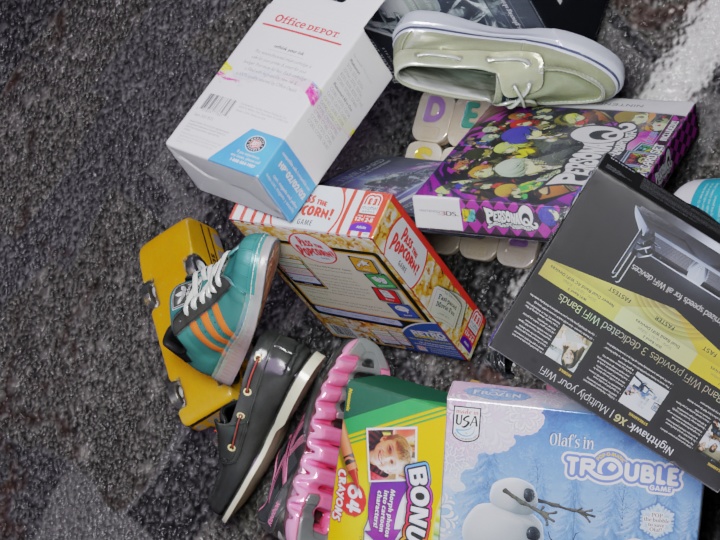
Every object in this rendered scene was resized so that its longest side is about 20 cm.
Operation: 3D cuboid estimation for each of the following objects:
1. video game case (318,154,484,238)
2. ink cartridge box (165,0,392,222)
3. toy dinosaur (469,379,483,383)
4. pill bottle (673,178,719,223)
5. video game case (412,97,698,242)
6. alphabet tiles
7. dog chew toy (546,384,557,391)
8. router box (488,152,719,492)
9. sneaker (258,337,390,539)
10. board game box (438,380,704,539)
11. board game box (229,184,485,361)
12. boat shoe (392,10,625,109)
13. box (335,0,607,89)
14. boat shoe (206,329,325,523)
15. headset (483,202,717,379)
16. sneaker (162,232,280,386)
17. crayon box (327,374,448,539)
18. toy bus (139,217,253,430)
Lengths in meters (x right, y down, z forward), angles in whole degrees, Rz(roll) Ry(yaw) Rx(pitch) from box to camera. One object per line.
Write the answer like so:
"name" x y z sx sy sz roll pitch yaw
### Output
"video game case" 0.057 -0.066 1.658 0.199 0.143 0.019 7 113 35
"ink cartridge box" -0.056 -0.150 1.605 0.115 0.068 0.201 21 68 39
"toy dinosaur" 0.089 0.147 1.625 0.199 0.060 0.107 20 88 36
"pill bottle" 0.310 -0.018 1.503 0.198 0.111 0.112 -1 74 32
"video game case" 0.163 -0.087 1.573 0.180 0.200 0.036 5 122 27
"alphabet tiles" 0.126 -0.104 1.711 0.199 0.015 0.197 11 81 36
"dog chew toy" 0.250 0.091 1.507 0.198 0.124 0.126 -10 69 22
"router box" 0.215 0.037 1.370 0.199 0.052 0.158 33 111 4
"sneaker" -0.039 0.153 1.708 0.095 0.079 0.202 5 72 55
"board game box" 0.160 0.194 1.474 0.198 0.043 0.201 5 107 9
"board game box" 0.000 0.000 1.643 0.150 0.200 0.047 9 63 34
"boat shoe" 0.121 -0.164 1.607 0.198 0.072 0.062 10 58 1
"box" 0.085 -0.265 1.663 0.195 0.200 0.125 3 58 34
"boat shoe" -0.096 0.138 1.708 0.063 0.074 0.202 29 122 6
"headset" 0.186 0.026 1.428 0.199 0.094 0.124 -24 93 35
"sneaker" -0.123 0.029 1.639 0.079 0.201 0.072 21 53 -3
"crayon box" 0.059 0.205 1.592 0.171 0.058 0.202 14 101 36
"toy bus" -0.150 0.052 1.801 0.065 0.078 0.201 -30 60 20
